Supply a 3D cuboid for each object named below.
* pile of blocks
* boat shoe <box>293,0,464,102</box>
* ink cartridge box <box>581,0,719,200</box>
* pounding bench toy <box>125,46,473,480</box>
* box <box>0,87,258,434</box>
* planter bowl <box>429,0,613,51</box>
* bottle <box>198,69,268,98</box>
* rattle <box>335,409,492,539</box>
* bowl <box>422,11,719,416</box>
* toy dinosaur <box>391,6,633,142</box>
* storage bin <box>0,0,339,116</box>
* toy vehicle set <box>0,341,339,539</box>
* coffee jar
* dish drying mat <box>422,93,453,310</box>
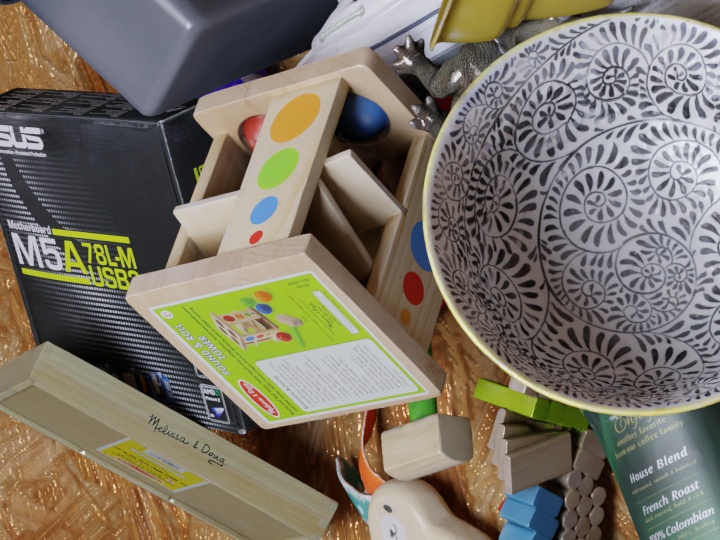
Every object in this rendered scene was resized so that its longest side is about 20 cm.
[{"bbox_3d":[0.090,0.109,1.616,0.062,0.082,0.200,17,114,47],"label":"pile of blocks"},{"bbox_3d":[0.016,-0.129,1.649,0.200,0.073,0.067,-23,75,40],"label":"boat shoe"},{"bbox_3d":[0.178,-0.123,1.469,0.200,0.044,0.174,-27,81,50],"label":"ink cartridge box"},{"bbox_3d":[0.000,0.000,1.611,0.124,0.156,0.200,-13,135,37],"label":"pounding bench toy"},{"bbox_3d":[-0.138,-0.009,1.758,0.200,0.047,0.193,8,121,48],"label":"box"},{"bbox_3d":[0.103,-0.185,1.410,0.083,0.200,0.201,20,126,-1],"label":"planter bowl"},{"bbox_3d":[-0.081,-0.083,1.763,0.084,0.065,0.200,-41,65,13],"label":"bottle"},{"bbox_3d":[0.005,0.185,1.703,0.200,0.143,0.130,60,157,9],"label":"rattle"},{"bbox_3d":[0.130,-0.013,1.419,0.201,0.201,0.094,59,172,19],"label":"bowl"},{"bbox_3d":[0.070,-0.070,1.528,0.102,0.077,0.200,43,134,52],"label":"toy dinosaur"},{"bbox_3d":[-0.099,-0.171,1.676,0.134,0.200,0.146,49,135,16],"label":"storage bin"},{"bbox_3d":[-0.120,0.108,1.779,0.027,0.200,0.124,-64,14,-16],"label":"toy vehicle set"},{"bbox_3d":[0.174,0.093,1.494,0.085,0.104,0.200,-34,76,43],"label":"coffee jar"},{"bbox_3d":[0.033,-0.024,1.679,0.077,0.018,0.200,41,132,6],"label":"dish drying mat"}]
